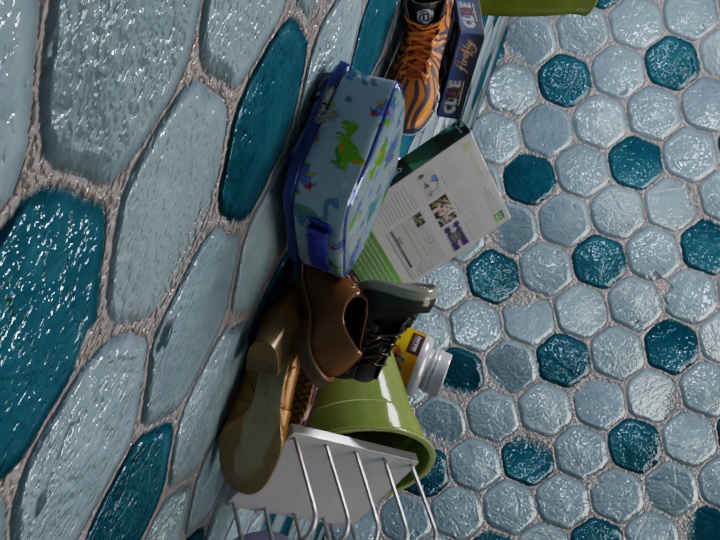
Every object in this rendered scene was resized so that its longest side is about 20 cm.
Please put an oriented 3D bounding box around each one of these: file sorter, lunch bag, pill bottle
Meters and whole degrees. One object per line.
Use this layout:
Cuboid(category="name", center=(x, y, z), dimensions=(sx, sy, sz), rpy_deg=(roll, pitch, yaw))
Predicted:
Cuboid(category="file sorter", center=(-0.029, 0.284, 1.152), dimensions=(0.139, 0.198, 0.126), rpy_deg=(-47, -136, 26))
Cuboid(category="lunch bag", center=(-0.018, -0.090, 0.982), dimensions=(0.201, 0.081, 0.163), rpy_deg=(91, 20, -70))
Cuboid(category="pill bottle", center=(0.055, 0.146, 1.744), dimensions=(0.109, 0.197, 0.111), rpy_deg=(20, 90, -83))

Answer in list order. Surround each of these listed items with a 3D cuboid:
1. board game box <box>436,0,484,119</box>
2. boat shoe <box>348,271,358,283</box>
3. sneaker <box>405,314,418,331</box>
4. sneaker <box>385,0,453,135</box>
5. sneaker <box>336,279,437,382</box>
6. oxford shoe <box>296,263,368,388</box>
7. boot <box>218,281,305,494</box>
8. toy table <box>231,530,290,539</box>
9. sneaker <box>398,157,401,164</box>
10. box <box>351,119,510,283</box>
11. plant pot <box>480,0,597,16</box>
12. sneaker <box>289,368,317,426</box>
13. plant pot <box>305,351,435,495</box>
Cuboid(category="board game box", center=(0.127, -0.324, 1.367), dimensions=(0.137, 0.034, 0.202), rpy_deg=(104, -11, -47))
Cuboid(category="boat shoe", center=(0.007, -0.013, 1.335), dimensions=(0.201, 0.070, 0.065), rpy_deg=(66, 6, -63))
Cuboid(category="sneaker", center=(-0.001, 0.074, 1.429), dimensions=(0.198, 0.075, 0.087), rpy_deg=(-31, -167, 9))
Cuboid(category="sneaker", center=(0.067, -0.272, 1.225), dimensions=(0.112, 0.076, 0.203), rpy_deg=(84, 16, -66))
Cuboid(category="sneaker", center=(0.025, 0.068, 1.091), dimensions=(0.199, 0.073, 0.109), rpy_deg=(169, -77, -67))
Cuboid(category="oxford shoe", center=(-0.023, 0.030, 1.057), dimensions=(0.071, 0.071, 0.202), rpy_deg=(46, 25, -38))
Cuboid(category="boot", center=(-0.090, 0.124, 1.084), dimensions=(0.144, 0.070, 0.204), rpy_deg=(-55, 160, -63))
Cuboid(category="toy table", center=(-0.138, 0.413, 1.159), dimensions=(0.199, 0.182, 0.119), rpy_deg=(-33, 133, -41))
Cuboid(category="sneaker", center=(0.023, -0.113, 1.225), dimensions=(0.079, 0.200, 0.131), rpy_deg=(-40, -140, 7))
Cuboid(category="box", center=(0.065, -0.062, 1.172), dimensions=(0.198, 0.036, 0.145), rpy_deg=(-34, 130, -1))
Cuboid(category="plant pot", center=(0.251, -0.448, 1.444), dimensions=(0.200, 0.189, 0.204), rpy_deg=(-169, -90, -86))
Cuboid(category="sneaker", center=(-0.076, 0.130, 1.191), dimensions=(0.090, 0.074, 0.203), rpy_deg=(70, 41, -71))
Cuboid(category="plant pot", center=(-0.013, 0.165, 1.291), dimensions=(0.202, 0.196, 0.193), rpy_deg=(102, -15, -52))
